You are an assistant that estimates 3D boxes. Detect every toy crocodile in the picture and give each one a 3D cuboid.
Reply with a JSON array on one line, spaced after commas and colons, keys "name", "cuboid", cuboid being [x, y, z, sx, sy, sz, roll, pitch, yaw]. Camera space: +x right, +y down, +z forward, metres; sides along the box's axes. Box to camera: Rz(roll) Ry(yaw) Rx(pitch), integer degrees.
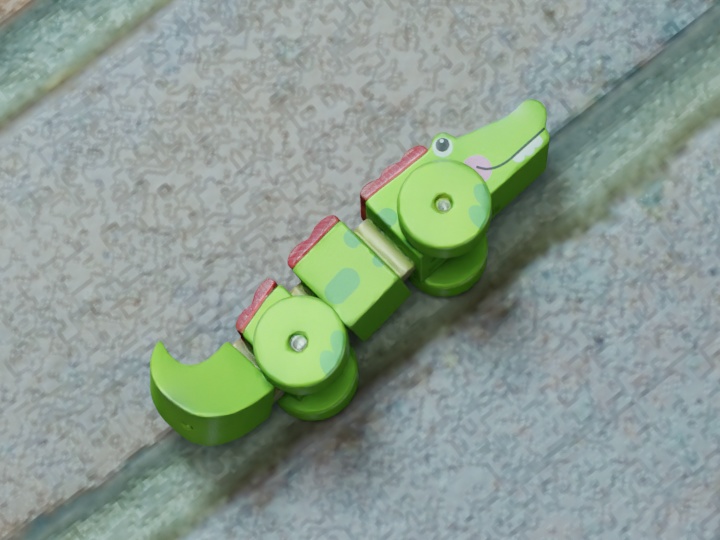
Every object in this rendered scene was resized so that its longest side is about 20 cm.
[{"name": "toy crocodile", "cuboid": [0.000, 0.000, 1.046, 0.200, 0.068, 0.062, -43, 76, -6]}]
